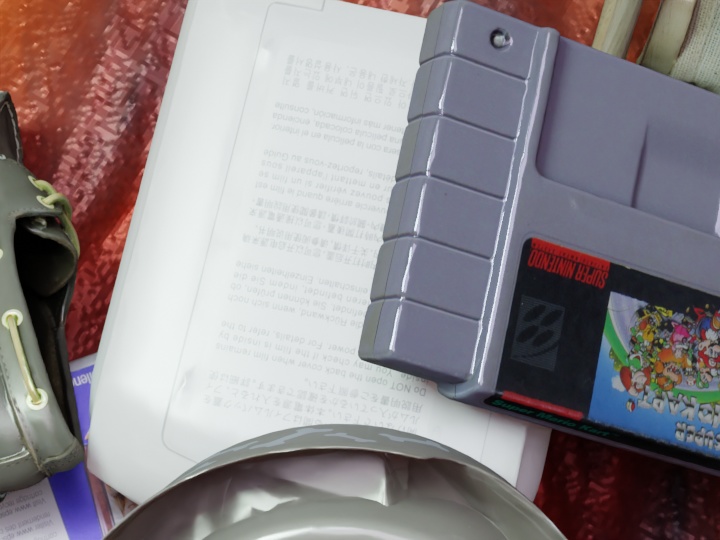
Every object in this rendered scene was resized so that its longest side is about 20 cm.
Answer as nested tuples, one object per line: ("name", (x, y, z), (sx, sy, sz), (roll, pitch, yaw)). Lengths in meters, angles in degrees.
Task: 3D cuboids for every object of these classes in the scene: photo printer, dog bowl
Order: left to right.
("dog bowl", (-0.007, 0.142, 0.718), (0.199, 0.059, 0.201), (0, 105, 0))
("photo printer", (-0.004, 0.006, 0.780), (0.166, 0.069, 0.201), (11, 78, 5))

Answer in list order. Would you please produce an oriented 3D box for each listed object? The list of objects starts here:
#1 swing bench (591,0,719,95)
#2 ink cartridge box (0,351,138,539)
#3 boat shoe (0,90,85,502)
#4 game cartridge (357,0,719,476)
("swing bench", (0.204, -0.121, 0.869), (0.198, 0.130, 0.200), (17, 43, 2))
("ink cartridge box", (-0.098, 0.135, 0.806), (0.198, 0.043, 0.200), (-19, 73, -11))
("boat shoe", (-0.133, 0.003, 0.807), (0.060, 0.072, 0.202), (-12, 46, 5))
("game cartridge", (0.102, -0.002, 0.747), (0.200, 0.038, 0.130), (17, 74, -24))
